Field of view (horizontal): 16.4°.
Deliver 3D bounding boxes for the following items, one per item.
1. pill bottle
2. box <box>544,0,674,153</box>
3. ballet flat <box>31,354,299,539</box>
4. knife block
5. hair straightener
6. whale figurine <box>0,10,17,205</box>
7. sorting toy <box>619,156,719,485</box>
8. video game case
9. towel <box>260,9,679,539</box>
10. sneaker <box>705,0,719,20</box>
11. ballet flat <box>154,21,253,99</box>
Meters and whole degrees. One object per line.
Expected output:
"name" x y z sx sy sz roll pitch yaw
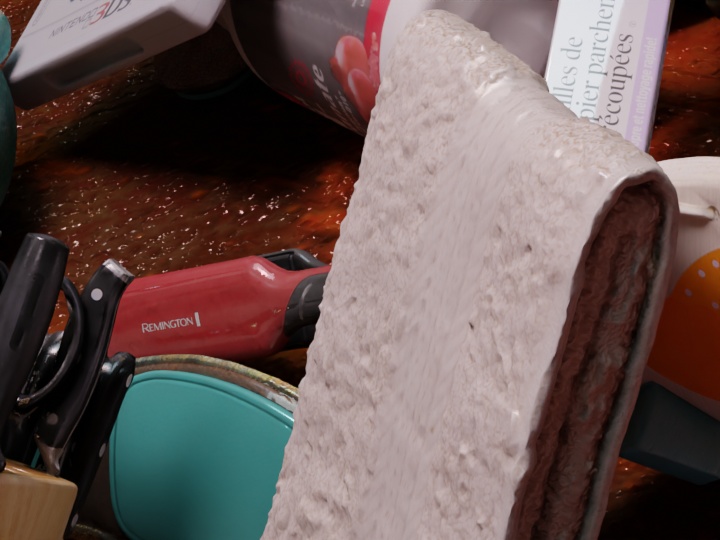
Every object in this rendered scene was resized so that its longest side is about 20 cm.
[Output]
"pill bottle" 0.012 -0.109 0.983 0.110 0.111 0.200 -30 30 -19
"box" 0.090 -0.100 0.864 0.038 0.041 0.201 8 66 9
"ballet flat" -0.071 0.060 0.806 0.199 0.071 0.071 1 35 29
"knife block" -0.131 0.076 0.682 0.064 0.176 0.200 17 42 18
"hair straightener" 0.000 0.000 0.847 0.199 0.041 0.077 -18 -4 35
"whale figurine" -0.203 -0.047 1.046 0.159 0.104 0.200 -38 8 -7
"sorting toy" 0.106 0.010 0.714 0.179 0.108 0.199 3 10 45
"video game case" -0.066 -0.166 1.026 0.182 0.024 0.201 -13 46 60
"towel" 0.019 0.043 0.651 0.034 0.201 0.133 4 22 -26
"sneaker" 0.164 -0.165 0.908 0.067 0.090 0.200 -54 6 -30
"ballet flat" -0.051 -0.154 1.143 0.068 0.068 0.200 -5 33 25
